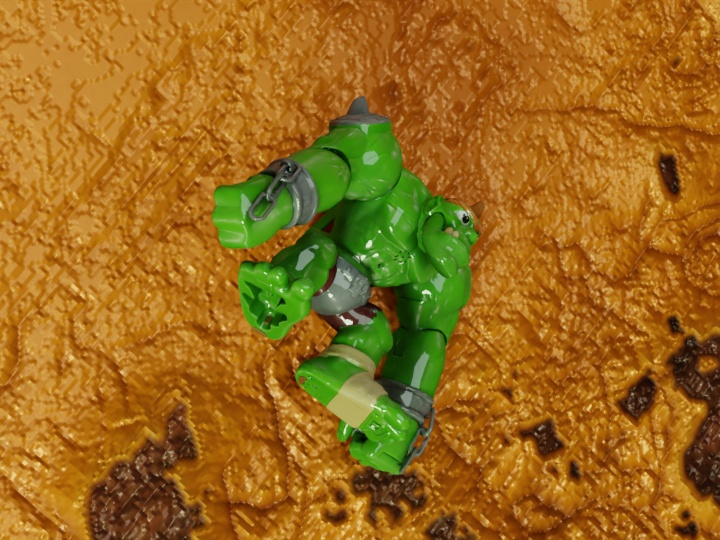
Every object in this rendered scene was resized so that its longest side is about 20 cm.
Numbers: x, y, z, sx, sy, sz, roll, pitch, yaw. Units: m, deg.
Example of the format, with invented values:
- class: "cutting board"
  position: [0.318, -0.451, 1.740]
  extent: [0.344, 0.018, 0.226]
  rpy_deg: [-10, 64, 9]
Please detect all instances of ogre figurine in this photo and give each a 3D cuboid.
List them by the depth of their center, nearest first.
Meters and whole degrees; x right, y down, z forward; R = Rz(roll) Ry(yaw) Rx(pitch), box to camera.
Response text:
- class: "ogre figurine"
  position: [0.000, 0.000, 0.935]
  extent: [0.200, 0.098, 0.120]
  rpy_deg: [46, 59, -23]
